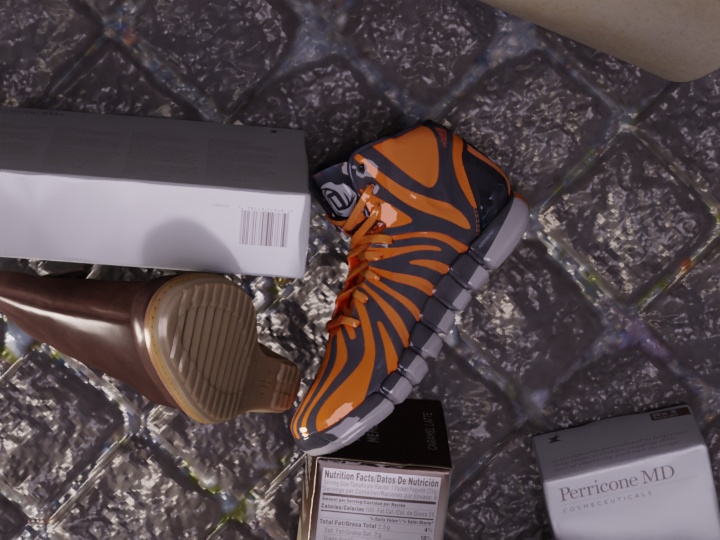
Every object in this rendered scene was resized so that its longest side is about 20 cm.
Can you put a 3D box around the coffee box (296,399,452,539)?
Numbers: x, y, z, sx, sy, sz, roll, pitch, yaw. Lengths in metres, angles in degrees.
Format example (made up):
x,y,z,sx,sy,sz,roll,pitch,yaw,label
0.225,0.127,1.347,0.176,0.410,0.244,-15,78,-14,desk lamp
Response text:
x,y,z,sx,sy,sz,roll,pitch,yaw,label
0.001,0.184,1.350,0.079,0.114,0.201,5,105,-4,coffee box

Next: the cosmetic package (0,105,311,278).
x,y,z,sx,sy,sz,roll,pitch,yaw,label
-0.128,-0.045,1.255,0.199,0.151,0.052,4,108,-3,cosmetic package

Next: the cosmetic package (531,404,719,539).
x,y,z,sx,sy,sz,roll,pitch,yaw,label
0.170,0.191,1.380,0.101,0.074,0.201,-13,108,3,cosmetic package

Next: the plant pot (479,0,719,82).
x,y,z,sx,sy,sz,roll,pitch,yaw,label
0.127,-0.198,1.214,0.183,0.201,0.201,27,104,-22,plant pot

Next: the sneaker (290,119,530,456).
x,y,z,sx,sy,sz,roll,pitch,yaw,label
0.000,0.000,1.285,0.112,0.077,0.200,44,64,-17,sneaker

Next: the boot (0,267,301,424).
x,y,z,sx,sy,sz,roll,pitch,yaw,label
-0.133,0.032,1.239,0.166,0.200,0.073,14,80,18,boot
